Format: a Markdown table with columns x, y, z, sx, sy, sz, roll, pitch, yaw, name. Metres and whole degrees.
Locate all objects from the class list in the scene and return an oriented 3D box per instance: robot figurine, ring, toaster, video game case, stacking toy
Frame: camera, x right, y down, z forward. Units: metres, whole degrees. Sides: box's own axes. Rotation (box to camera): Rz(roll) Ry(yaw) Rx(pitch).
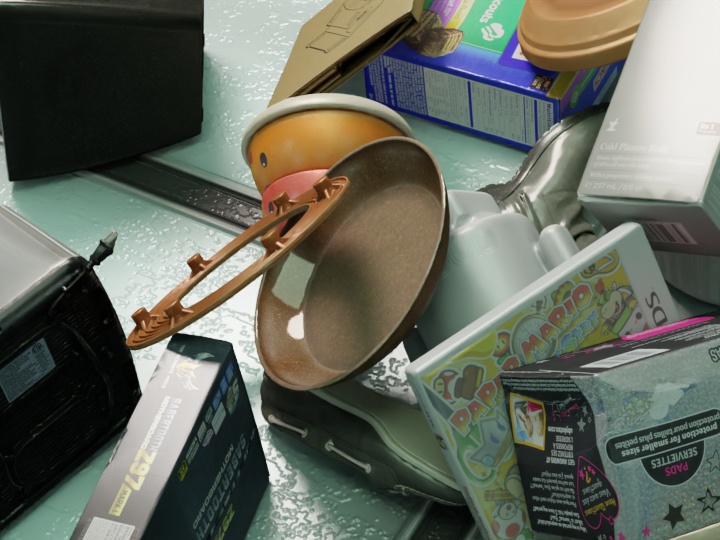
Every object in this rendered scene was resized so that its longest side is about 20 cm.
| x | y | z | sx | sy | sz | roll | pitch | yaw | name |
| --- | --- | --- | --- | --- | --- | --- | --- | --- | --- |
| 0.101 | 0.039 | 1.174 | 0.112 | 0.169 | 0.201 | -2 | 59 | -50 | robot figurine |
| -0.091 | -0.011 | 1.157 | 0.199 | 0.019 | 0.201 | -35 | 11 | 8 | ring |
| -0.262 | 0.070 | 1.182 | 0.200 | 0.182 | 0.118 | -40 | 52 | -24 | toaster |
| 0.148 | 0.095 | 1.104 | 0.199 | 0.183 | 0.023 | -32 | 16 | -18 | video game case |
| -0.025 | -0.026 | 1.283 | 0.144 | 0.146 | 0.202 | -4 | 63 | 6 | stacking toy |

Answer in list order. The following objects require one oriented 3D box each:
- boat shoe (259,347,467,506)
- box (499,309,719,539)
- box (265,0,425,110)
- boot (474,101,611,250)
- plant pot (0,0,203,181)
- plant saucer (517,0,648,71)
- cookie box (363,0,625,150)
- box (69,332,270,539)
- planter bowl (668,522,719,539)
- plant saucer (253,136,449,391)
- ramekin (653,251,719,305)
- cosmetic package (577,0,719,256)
| x | y | z | sx | sy | sz | roll | pitch | yaw | name |
| --- | --- | --- | --- | --- | --- | --- | --- | --- | --- |
| 0.007 | 0.125 | 1.182 | 0.199 | 0.058 | 0.067 | 31 | 26 | 27 | boat shoe |
| 0.214 | 0.098 | 1.045 | 0.198 | 0.116 | 0.132 | -14 | 3 | -23 | box |
| -0.004 | -0.215 | 1.408 | 0.163 | 0.021 | 0.201 | -34 | 20 | 25 | box |
| 0.171 | -0.038 | 1.293 | 0.199 | 0.068 | 0.131 | -38 | 57 | -13 | boot |
| -0.226 | -0.215 | 1.438 | 0.175 | 0.201 | 0.201 | 0 | 47 | -6 | plant pot |
| 0.215 | -0.238 | 1.318 | 0.199 | 0.038 | 0.201 | -25 | 29 | 15 | plant saucer |
| 0.126 | -0.204 | 1.433 | 0.198 | 0.076 | 0.172 | 19 | 54 | 24 | cookie box |
| -0.127 | 0.169 | 1.086 | 0.050 | 0.159 | 0.201 | 10 | 50 | 17 | box |
| 0.231 | 0.221 | 0.972 | 0.198 | 0.200 | 0.136 | -17 | 76 | -6 | planter bowl |
| 0.000 | 0.000 | 1.166 | 0.200 | 0.037 | 0.202 | -32 | 42 | 34 | plant saucer |
| 0.302 | -0.064 | 1.258 | 0.198 | 0.106 | 0.202 | -5 | 48 | 5 | ramekin |
| 0.244 | -0.116 | 1.155 | 0.106 | 0.090 | 0.202 | 4 | 67 | 40 | cosmetic package |
